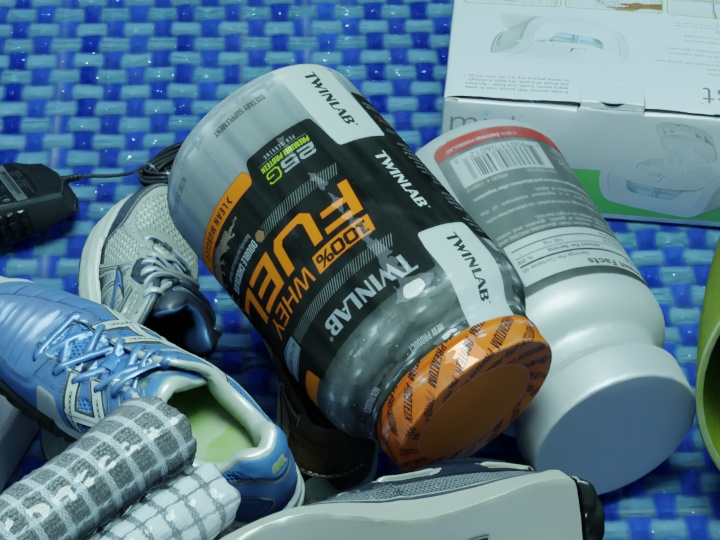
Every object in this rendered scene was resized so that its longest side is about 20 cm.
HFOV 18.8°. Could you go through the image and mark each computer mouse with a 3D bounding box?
[{"bbox_3d":[-0.166,-0.047,1.317,0.200,0.034,0.059,-12,31,-20],"label":"computer mouse"}]

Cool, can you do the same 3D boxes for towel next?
[{"bbox_3d":[-0.159,0.147,1.007,0.166,0.200,0.086,-37,86,-30],"label":"towel"}]

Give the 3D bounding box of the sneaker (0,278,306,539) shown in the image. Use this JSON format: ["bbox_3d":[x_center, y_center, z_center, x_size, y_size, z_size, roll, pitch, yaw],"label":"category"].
[{"bbox_3d":[-0.109,0.056,1.075,0.200,0.077,0.076,29,62,13],"label":"sneaker"}]

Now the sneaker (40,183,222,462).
[{"bbox_3d":[-0.109,0.028,1.190,0.077,0.085,0.200,31,46,-29],"label":"sneaker"}]

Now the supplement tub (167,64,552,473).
[{"bbox_3d":[0.000,0.000,1.110,0.122,0.123,0.200,-27,61,-25],"label":"supplement tub"}]

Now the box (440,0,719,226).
[{"bbox_3d":[0.153,-0.125,1.350,0.200,0.097,0.177,4,47,2],"label":"box"}]

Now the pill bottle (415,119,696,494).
[{"bbox_3d":[0.097,0.020,1.196,0.116,0.116,0.200,-14,49,-15],"label":"pill bottle"}]

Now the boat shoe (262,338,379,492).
[{"bbox_3d":[-0.017,0.035,1.206,0.075,0.075,0.203,-4,46,-6],"label":"boat shoe"}]

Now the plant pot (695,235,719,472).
[{"bbox_3d":[0.266,0.009,1.188,0.187,0.187,0.200,2,31,0],"label":"plant pot"}]

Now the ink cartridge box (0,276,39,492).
[{"bbox_3d":[-0.269,0.073,1.184,0.176,0.045,0.200,16,47,12],"label":"ink cartridge box"}]

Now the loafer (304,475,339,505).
[{"bbox_3d":[-0.024,0.138,1.111,0.200,0.068,0.070,15,56,17],"label":"loafer"}]

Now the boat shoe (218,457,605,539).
[{"bbox_3d":[0.007,0.133,1.019,0.200,0.075,0.093,-6,5,-20],"label":"boat shoe"}]
